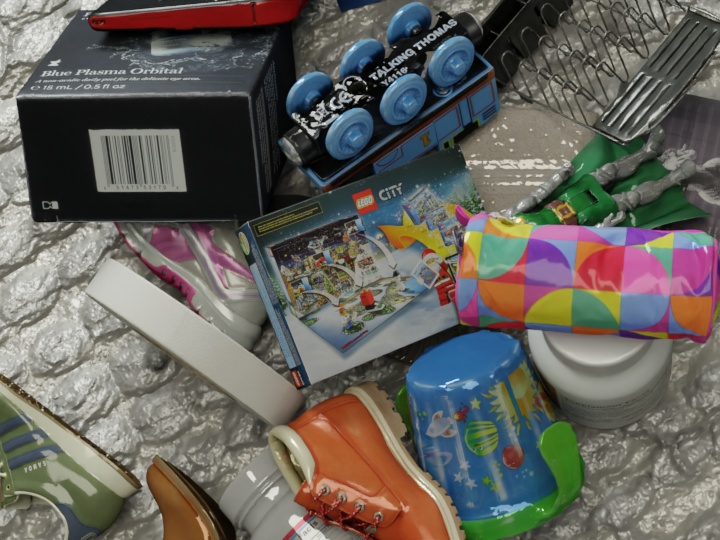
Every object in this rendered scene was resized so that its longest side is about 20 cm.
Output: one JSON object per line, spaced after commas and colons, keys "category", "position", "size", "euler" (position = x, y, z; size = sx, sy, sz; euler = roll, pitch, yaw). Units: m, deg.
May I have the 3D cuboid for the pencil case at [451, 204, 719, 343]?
{"category": "pencil case", "position": [0.161, 0.003, 1.362], "size": [0.198, 0.088, 0.089], "euler": [6, 77, 9]}

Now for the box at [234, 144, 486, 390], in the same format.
{"category": "box", "position": [0.015, -0.004, 1.516], "size": [0.199, 0.038, 0.138], "euler": [-21, 87, -23]}

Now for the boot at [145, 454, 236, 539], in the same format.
{"category": "boot", "position": [-0.162, 0.270, 1.565], "size": [0.155, 0.077, 0.201], "euler": [-36, 81, 3]}

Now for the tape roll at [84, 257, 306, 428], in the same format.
{"category": "tape roll", "position": [-0.134, 0.062, 1.540], "size": [0.202, 0.203, 0.037], "euler": [34, 83, 15]}

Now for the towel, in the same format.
{"category": "towel", "position": [0.104, -0.081, 1.612], "size": [0.198, 0.035, 0.134], "euler": [1, 65, 7]}

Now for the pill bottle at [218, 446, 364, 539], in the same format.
{"category": "pill bottle", "position": [-0.020, 0.235, 1.525], "size": [0.109, 0.109, 0.200], "euler": [-44, 73, -4]}

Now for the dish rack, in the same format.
{"category": "dish rack", "position": [0.199, -0.192, 1.590], "size": [0.154, 0.055, 0.200], "euler": [-50, 45, -6]}

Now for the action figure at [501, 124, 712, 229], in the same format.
{"category": "action figure", "position": [0.182, -0.050, 1.543], "size": [0.199, 0.055, 0.118], "euler": [-30, 64, -23]}

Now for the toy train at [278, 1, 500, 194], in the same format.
{"category": "toy train", "position": [0.024, -0.134, 1.564], "size": [0.199, 0.115, 0.087], "euler": [-36, 53, -14]}

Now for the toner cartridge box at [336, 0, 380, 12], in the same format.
{"category": "toner cartridge box", "position": [0.066, -0.287, 1.651], "size": [0.198, 0.095, 0.044], "euler": [-15, 75, 5]}

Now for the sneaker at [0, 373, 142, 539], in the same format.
{"category": "sneaker", "position": [-0.287, 0.159, 1.606], "size": [0.200, 0.067, 0.090], "euler": [35, 85, 17]}

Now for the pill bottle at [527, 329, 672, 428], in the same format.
{"category": "pill bottle", "position": [0.190, 0.053, 1.491], "size": [0.113, 0.200, 0.115], "euler": [-2, 75, 8]}

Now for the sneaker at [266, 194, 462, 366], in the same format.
{"category": "sneaker", "position": [0.000, 0.000, 1.597], "size": [0.199, 0.106, 0.075], "euler": [33, 107, -17]}

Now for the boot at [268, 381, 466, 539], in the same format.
{"category": "boot", "position": [0.006, 0.185, 1.462], "size": [0.107, 0.075, 0.200], "euler": [-16, 56, -29]}

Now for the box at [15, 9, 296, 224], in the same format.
{"category": "box", "position": [-0.163, -0.133, 1.583], "size": [0.195, 0.200, 0.118], "euler": [0, 118, 8]}

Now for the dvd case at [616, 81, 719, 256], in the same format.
{"category": "dvd case", "position": [0.301, -0.070, 1.601], "size": [0.198, 0.016, 0.150], "euler": [13, 79, 11]}

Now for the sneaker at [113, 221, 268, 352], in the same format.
{"category": "sneaker", "position": [-0.140, -0.022, 1.629], "size": [0.200, 0.081, 0.088], "euler": [44, 84, 8]}

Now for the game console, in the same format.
{"category": "game console", "position": [-0.127, -0.242, 1.628], "size": [0.175, 0.200, 0.031], "euler": [0, 109, 8]}

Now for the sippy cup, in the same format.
{"category": "sippy cup", "position": [0.097, 0.124, 1.496], "size": [0.176, 0.140, 0.131], "euler": [-9, 112, 24]}
